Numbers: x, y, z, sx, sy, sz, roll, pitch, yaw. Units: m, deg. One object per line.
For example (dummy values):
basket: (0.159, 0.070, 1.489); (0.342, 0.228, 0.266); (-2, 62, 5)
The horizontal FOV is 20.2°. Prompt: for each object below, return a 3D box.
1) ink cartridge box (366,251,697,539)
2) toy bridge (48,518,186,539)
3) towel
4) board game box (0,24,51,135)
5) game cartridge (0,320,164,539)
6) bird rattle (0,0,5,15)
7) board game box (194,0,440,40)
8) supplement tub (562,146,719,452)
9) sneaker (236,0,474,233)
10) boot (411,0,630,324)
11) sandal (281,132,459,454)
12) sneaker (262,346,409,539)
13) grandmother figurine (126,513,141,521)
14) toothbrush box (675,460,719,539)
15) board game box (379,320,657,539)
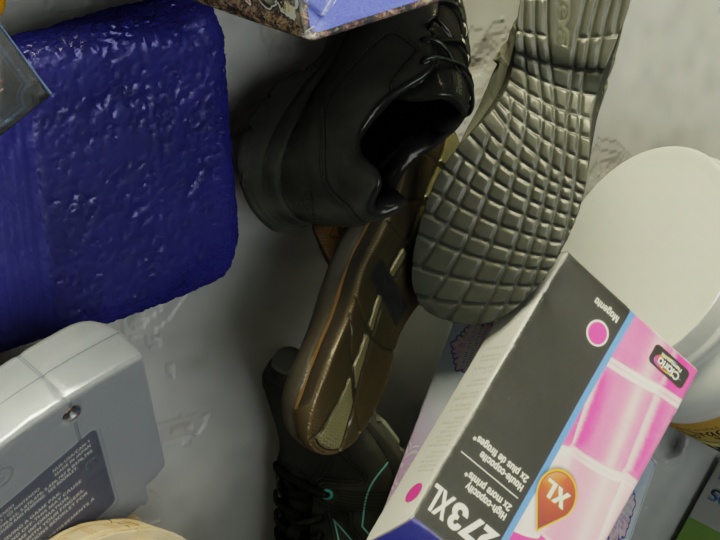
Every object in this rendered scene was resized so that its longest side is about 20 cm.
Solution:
ink cartridge box: (0.075, 0.098, 0.941); (0.095, 0.037, 0.200); (40, 69, -18)
toy bridge: (-0.107, 0.145, 0.894); (0.199, 0.027, 0.068); (3, 96, -50)
towel: (-0.150, -0.037, 0.883); (0.199, 0.049, 0.148); (-19, 122, -30)
board game box: (-0.229, -0.055, 0.721); (0.200, 0.035, 0.136); (-40, 124, -8)
game cartridge: (-0.168, 0.112, 0.847); (0.200, 0.041, 0.133); (-41, 157, -24)
bird rattle: (-0.203, -0.149, 0.777); (0.199, 0.113, 0.164); (-21, 132, -25)
board game box: (-0.016, -0.177, 0.829); (0.159, 0.200, 0.097); (-20, 117, -28)
supplement tub: (0.212, 0.028, 1.091); (0.200, 0.144, 0.145); (27, 89, -37)
sneaker: (0.022, -0.103, 0.938); (0.076, 0.090, 0.201); (36, 70, -44)
boot: (0.089, -0.069, 0.990); (0.067, 0.131, 0.201); (22, 95, 6)
sandal: (0.000, 0.000, 0.969); (0.201, 0.054, 0.082); (-65, 148, -30)
sneaker: (-0.009, 0.129, 1.014); (0.079, 0.075, 0.201); (-35, 122, -18)
grandmother figurine: (-0.141, 0.210, 0.931); (0.121, 0.061, 0.201); (31, 72, -19)
toothbrush box: (0.236, 0.238, 1.214); (0.145, 0.086, 0.201); (34, 83, -38)
board game box: (0.073, 0.147, 1.030); (0.200, 0.041, 0.200); (47, 59, -51)
